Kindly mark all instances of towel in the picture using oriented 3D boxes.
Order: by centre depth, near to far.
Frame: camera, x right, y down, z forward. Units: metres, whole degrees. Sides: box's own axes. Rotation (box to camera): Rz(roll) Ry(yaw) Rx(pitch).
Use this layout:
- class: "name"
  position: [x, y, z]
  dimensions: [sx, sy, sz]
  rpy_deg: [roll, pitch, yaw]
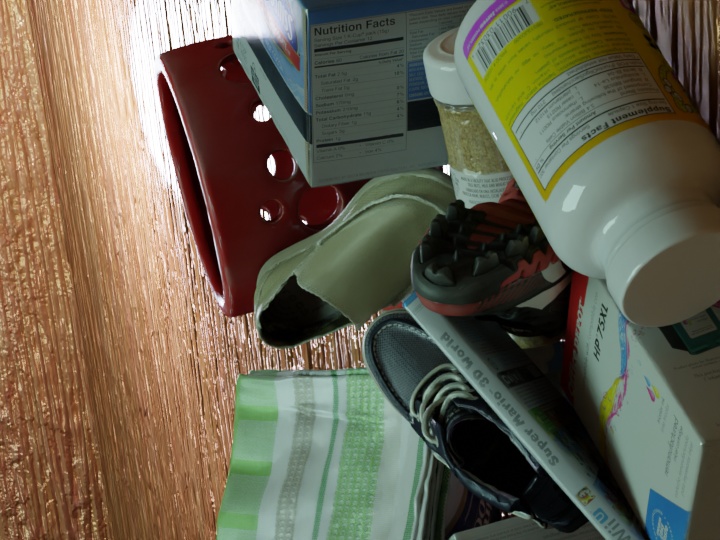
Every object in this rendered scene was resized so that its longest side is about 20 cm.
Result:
- class: "towel"
  position: [-0.021, 0.138, 1.471]
  dimensions: [0.199, 0.031, 0.150]
  rpy_deg: [-2, 74, 41]

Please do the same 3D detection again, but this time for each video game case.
- class: "video game case"
  position: [0.109, 0.089, 1.258]
  dimensions: [0.200, 0.018, 0.143]
  rpy_deg: [49, -171, 9]

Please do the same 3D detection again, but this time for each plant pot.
- class: "plant pot"
  position: [-0.041, -0.082, 1.576]
  dimensions: [0.200, 0.182, 0.202]
  rpy_deg: [166, 90, -82]

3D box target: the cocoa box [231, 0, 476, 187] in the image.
- class: "cocoa box"
  position: [-0.001, -0.168, 1.412]
  dimensions: [0.200, 0.133, 0.132]
  rpy_deg: [-118, 22, -52]

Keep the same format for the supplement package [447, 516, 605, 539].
- class: "supplement package"
  position: [0.128, 0.267, 1.426]
  dimensions: [0.114, 0.109, 0.201]
  rpy_deg: [119, 135, -68]

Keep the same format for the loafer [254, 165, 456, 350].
- class: "loafer"
  position: [0.000, 0.000, 1.434]
  dimensions: [0.200, 0.076, 0.068]
  rpy_deg: [-35, 26, 40]

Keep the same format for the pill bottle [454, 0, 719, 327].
- class: "pill bottle"
  position: [0.131, -0.068, 1.151]
  dimensions: [0.105, 0.104, 0.201]
  rpy_deg: [96, 155, -50]

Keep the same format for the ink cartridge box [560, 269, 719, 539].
- class: "ink cartridge box"
  position: [0.167, 0.058, 1.194]
  dimensions: [0.200, 0.067, 0.117]
  rpy_deg: [-118, 21, -44]

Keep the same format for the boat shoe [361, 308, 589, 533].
- class: "boat shoe"
  position: [0.062, 0.084, 1.346]
  dimensions: [0.200, 0.075, 0.093]
  rpy_deg: [38, -174, 29]

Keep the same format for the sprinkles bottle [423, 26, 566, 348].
- class: "sprinkles bottle"
  position: [0.090, -0.052, 1.330]
  dimensions: [0.068, 0.068, 0.201]
  rpy_deg: [-132, 25, -60]

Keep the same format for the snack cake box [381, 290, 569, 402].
- class: "snack cake box"
  position: [0.076, 0.044, 1.509]
  dimensions: [0.200, 0.067, 0.116]
  rpy_deg: [179, 77, -74]

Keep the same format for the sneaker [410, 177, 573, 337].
- class: "sneaker"
  position: [0.088, 0.002, 1.224]
  dimensions: [0.071, 0.200, 0.098]
  rpy_deg: [17, 113, 24]

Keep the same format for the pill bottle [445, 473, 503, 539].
- class: "pill bottle"
  position: [0.043, 0.181, 1.573]
  dimensions: [0.200, 0.111, 0.111]
  rpy_deg: [55, -168, -62]
